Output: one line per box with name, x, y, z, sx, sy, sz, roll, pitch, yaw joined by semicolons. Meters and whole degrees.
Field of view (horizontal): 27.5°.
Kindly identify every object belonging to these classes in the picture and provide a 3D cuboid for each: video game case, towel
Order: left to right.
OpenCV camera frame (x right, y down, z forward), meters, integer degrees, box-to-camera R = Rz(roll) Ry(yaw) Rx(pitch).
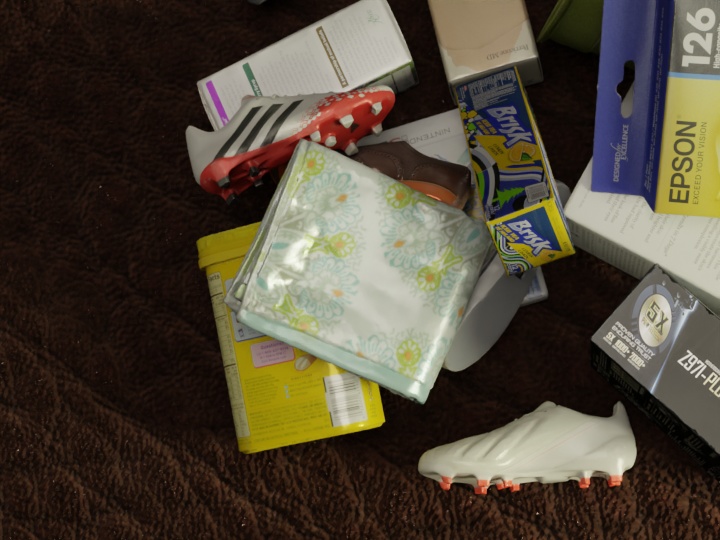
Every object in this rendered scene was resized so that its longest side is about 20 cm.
towel;0.000;0.000;1.286;0.198;0.048;0.173;25;84;-6
video game case;0.066;-0.044;1.406;0.180;0.022;0.202;-16;78;5

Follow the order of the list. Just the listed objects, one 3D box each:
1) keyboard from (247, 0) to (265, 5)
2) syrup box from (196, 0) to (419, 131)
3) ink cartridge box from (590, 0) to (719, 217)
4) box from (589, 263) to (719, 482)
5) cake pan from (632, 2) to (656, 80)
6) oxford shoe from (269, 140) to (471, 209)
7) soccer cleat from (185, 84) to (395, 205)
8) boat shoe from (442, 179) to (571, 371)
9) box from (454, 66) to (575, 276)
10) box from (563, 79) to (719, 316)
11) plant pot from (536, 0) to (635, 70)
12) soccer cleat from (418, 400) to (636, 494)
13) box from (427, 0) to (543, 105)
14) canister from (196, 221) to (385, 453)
keyboard;-0.111;-0.367;1.440;0.103;0.040;0.201;-30;78;3
syrup box;-0.049;-0.181;1.418;0.198;0.079;0.082;-25;78;3
ink cartridge box;0.295;-0.140;1.218;0.197;0.047;0.200;3;118;8
box;0.283;0.093;1.259;0.164;0.200;0.086;42;89;14
cake pan;0.323;-0.228;1.250;0.198;0.037;0.203;-1;104;-5
oxford shoe;0.009;-0.087;1.389;0.198;0.072;0.073;16;51;17
soccer cleat;-0.065;-0.134;1.343;0.198;0.069;0.086;-26;65;-7
boat shoe;0.115;-0.005;1.353;0.069;0.071;0.201;28;86;37
box;0.135;-0.091;1.304;0.064;0.070;0.201;-19;40;11
box;0.303;-0.058;1.332;0.199;0.106;0.153;30;85;12
plant pot;0.291;-0.246;1.342;0.189;0.200;0.201;32;85;1
soccer cleat;0.150;0.159;1.338;0.197;0.069;0.079;-3;74;0
box;0.107;-0.271;1.412;0.094;0.078;0.202;-16;77;7
canister;-0.063;0.057;1.358;0.147;0.086;0.202;-13;84;19
